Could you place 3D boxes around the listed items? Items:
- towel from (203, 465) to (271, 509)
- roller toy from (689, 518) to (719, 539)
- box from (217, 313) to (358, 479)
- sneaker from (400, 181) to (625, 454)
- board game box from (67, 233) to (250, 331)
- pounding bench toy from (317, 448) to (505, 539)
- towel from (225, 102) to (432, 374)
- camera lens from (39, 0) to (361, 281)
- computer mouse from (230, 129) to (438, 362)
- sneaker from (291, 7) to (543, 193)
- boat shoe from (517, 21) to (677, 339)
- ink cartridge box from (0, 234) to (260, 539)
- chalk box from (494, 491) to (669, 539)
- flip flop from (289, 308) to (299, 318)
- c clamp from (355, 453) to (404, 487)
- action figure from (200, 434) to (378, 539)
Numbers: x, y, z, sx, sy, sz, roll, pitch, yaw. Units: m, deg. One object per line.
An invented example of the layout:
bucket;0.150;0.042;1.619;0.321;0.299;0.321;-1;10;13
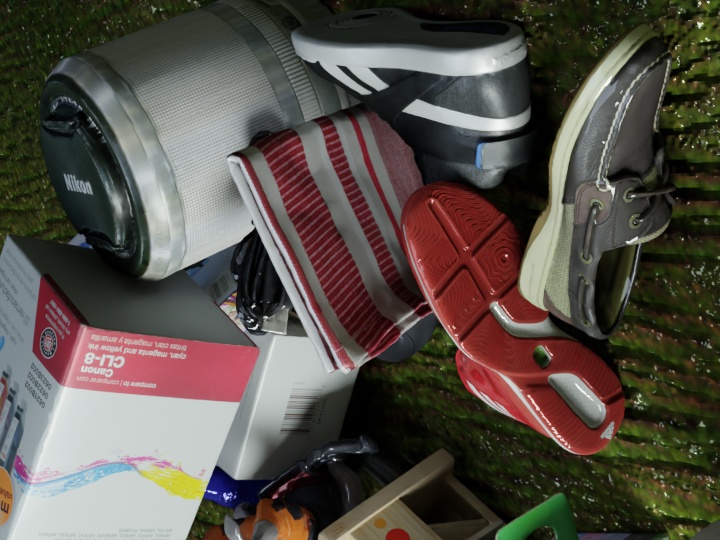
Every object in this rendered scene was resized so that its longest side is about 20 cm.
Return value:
towel;-0.118;0.157;1.222;0.148;0.199;0.050;-121;48;-76
roller toy;0.227;0.209;0.668;0.139;0.199;0.184;-5;103;60
box;-0.102;0.076;1.188;0.200;0.097;0.125;30;109;48
sneaker;0.070;0.032;0.884;0.201;0.078;0.115;55;159;-17
board game box;-0.170;0.010;1.162;0.041;0.200;0.200;32;-156;-42
pounding bench toy;0.037;0.264;1.031;0.156;0.199;0.125;40;145;31
towel;0.001;-0.029;0.882;0.023;0.200;0.145;-25;93;29
camera lens;-0.109;-0.097;0.987;0.160;0.199;0.161;41;146;37
computer mouse;0.000;0.000;0.941;0.052;0.200;0.139;-15;61;34
sneaker;0.029;-0.097;0.880;0.200;0.073;0.113;20;129;52
boat shoe;0.137;-0.042;0.753;0.065;0.073;0.201;37;148;22
ink cartridge box;-0.191;0.102;0.996;0.145;0.144;0.201;38;112;47
chalk box;0.143;0.247;0.923;0.124;0.124;0.201;-22;93;62
flip flop;-0.034;0.010;1.101;0.200;0.057;0.082;26;135;52
c clamp;0.009;0.223;1.244;0.171;0.027;0.201;42;146;36
action figure;-0.067;0.215;1.090;0.200;0.193;0.105;-44;62;38
